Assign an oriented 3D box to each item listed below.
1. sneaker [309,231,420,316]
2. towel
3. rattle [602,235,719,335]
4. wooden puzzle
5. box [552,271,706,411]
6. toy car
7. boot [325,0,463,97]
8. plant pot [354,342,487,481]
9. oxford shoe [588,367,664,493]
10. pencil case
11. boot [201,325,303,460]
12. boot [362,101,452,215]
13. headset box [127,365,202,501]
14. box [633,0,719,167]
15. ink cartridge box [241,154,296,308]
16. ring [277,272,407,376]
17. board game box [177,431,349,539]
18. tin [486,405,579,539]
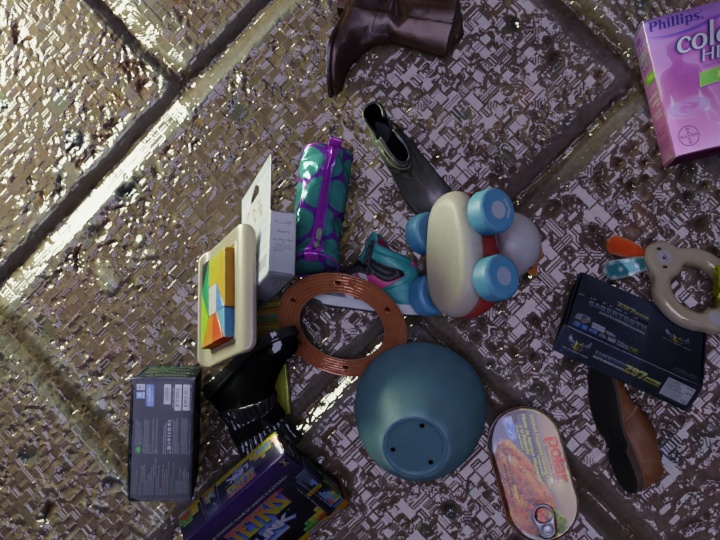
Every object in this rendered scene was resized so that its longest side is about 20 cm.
[{"bbox_3d":[0.000,0.000,1.357,0.198,0.084,0.122,7,87,11],"label":"sneaker"},{"bbox_3d":[-0.157,0.129,1.413,0.085,0.018,0.202,-7,88,14],"label":"towel"},{"bbox_3d":[0.450,-0.007,1.251,0.200,0.143,0.130,38,84,9],"label":"rattle"},{"bbox_3d":[-0.207,0.042,1.334,0.037,0.200,0.187,5,75,-28],"label":"wooden puzzle"},{"bbox_3d":[0.379,0.094,1.257,0.199,0.158,0.051,26,124,9],"label":"box"},{"bbox_3d":[0.196,-0.019,1.290,0.198,0.184,0.179,3,79,-31],"label":"toy car"},{"bbox_3d":[0.053,-0.343,1.375,0.198,0.064,0.188,11,92,5],"label":"boot"},{"bbox_3d":[0.083,0.221,1.282,0.198,0.135,0.202,2,106,6],"label":"plant pot"},{"bbox_3d":[0.387,0.215,1.306,0.071,0.071,0.202,-15,85,-20],"label":"oxford shoe"},{"bbox_3d":[-0.059,-0.091,1.335,0.084,0.093,0.202,10,66,-10],"label":"pencil case"},{"bbox_3d":[-0.133,0.193,1.344,0.211,0.079,0.158,-42,75,32],"label":"boot"},{"bbox_3d":[0.069,-0.152,1.326,0.068,0.131,0.201,-38,83,6],"label":"boot"},{"bbox_3d":[-0.288,0.236,1.343,0.092,0.200,0.176,2,89,-7],"label":"headset box"},{"bbox_3d":[0.504,-0.270,1.278,0.174,0.097,0.202,-13,86,9],"label":"box"},{"bbox_3d":[-0.139,-0.052,1.325,0.043,0.200,0.175,7,72,-18],"label":"ink cartridge box"},{"bbox_3d":[-0.027,0.080,1.337,0.198,0.019,0.202,7,128,9],"label":"ring"},{"bbox_3d":[-0.142,0.356,1.334,0.200,0.057,0.165,-42,127,6],"label":"board game box"},{"bbox_3d":[0.256,0.299,1.329,0.111,0.042,0.202,-15,86,12],"label":"tin"}]
